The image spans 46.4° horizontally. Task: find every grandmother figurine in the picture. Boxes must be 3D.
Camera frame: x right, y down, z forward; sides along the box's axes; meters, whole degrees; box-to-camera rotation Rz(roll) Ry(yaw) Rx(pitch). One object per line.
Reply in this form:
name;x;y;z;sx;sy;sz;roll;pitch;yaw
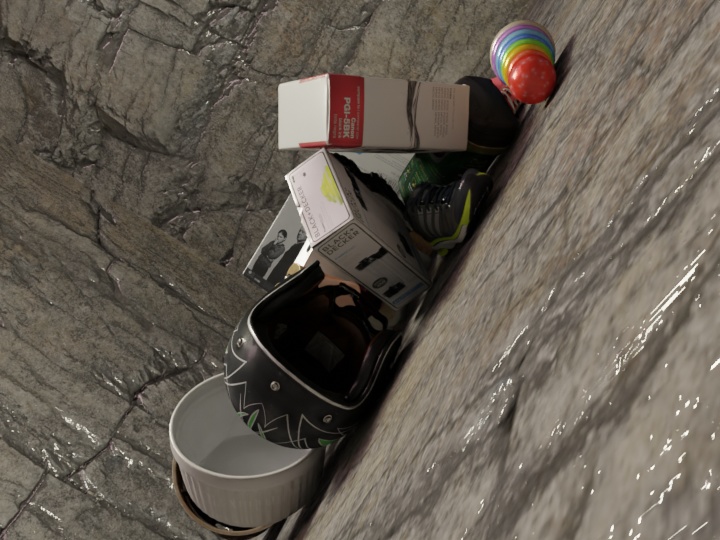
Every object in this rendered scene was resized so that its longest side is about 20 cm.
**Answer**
grandmother figurine;-0.014;0.036;1.120;0.121;0.198;0.061;-40;51;37

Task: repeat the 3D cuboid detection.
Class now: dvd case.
dvd case;-0.062;-0.038;1.233;0.201;0.149;0.025;-58;-11;5

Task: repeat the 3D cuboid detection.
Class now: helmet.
helmet;-0.063;0.108;0.964;0.191;0.200;0.200;-48;-3;-21

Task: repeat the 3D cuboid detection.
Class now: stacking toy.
stacking toy;0.200;-0.242;1.012;0.086;0.085;0.200;-59;7;26

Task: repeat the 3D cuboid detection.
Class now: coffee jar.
coffee jar;0.129;-0.156;1.125;0.201;0.084;0.105;-59;41;45

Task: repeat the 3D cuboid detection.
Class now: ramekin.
ramekin;-0.135;0.225;1.059;0.201;0.198;0.106;-61;-23;-53

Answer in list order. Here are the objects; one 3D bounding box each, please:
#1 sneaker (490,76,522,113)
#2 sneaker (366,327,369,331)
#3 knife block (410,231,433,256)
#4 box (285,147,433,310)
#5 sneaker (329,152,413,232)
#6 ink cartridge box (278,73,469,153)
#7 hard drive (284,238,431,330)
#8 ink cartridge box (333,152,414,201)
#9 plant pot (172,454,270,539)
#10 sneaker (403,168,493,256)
sneaker;0.199;-0.248;1.208;0.086;0.074;0.201;-28;21;11
sneaker;-0.017;0.131;1.293;0.201;0.070;0.082;-58;1;-12
knife block;0.059;-0.001;1.379;0.201;0.064;0.176;-61;2;-26
box;0.002;-0.044;1.003;0.060;0.200;0.117;-33;53;16
sneaker;-0.001;-0.087;1.109;0.079;0.074;0.199;-45;-38;18
ink cartridge box;0.015;-0.189;1.039;0.146;0.198;0.084;11;102;61
hard drive;0.000;0.000;1.193;0.026;0.199;0.133;34;95;51
ink cartridge box;-0.001;-0.110;1.280;0.201;0.144;0.084;-60;-10;4
plant pot;-0.197;0.341;1.353;0.201;0.199;0.199;-60;-6;-28
sneaker;0.097;-0.074;1.007;0.074;0.080;0.200;-60;1;-19
